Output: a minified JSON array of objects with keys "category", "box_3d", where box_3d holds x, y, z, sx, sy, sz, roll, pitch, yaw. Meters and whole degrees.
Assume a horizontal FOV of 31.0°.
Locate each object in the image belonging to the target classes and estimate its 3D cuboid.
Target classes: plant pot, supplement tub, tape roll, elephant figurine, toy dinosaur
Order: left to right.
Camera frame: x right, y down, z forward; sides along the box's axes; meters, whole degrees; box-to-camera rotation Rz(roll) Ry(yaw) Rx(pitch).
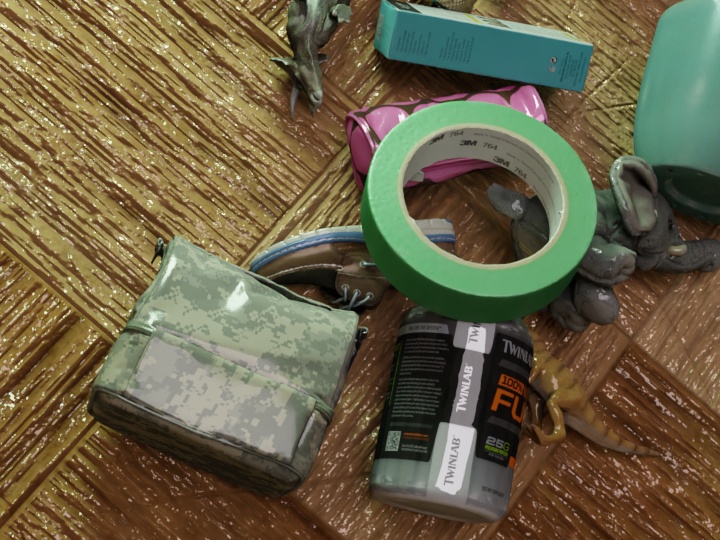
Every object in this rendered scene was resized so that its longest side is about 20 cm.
[{"category":"toy dinosaur","box_3d":[-0.039,-0.254,1.240,0.077,0.102,0.201,24,59,-14]},{"category":"supplement tub","box_3d":[0.083,0.111,1.131,0.122,0.123,0.201,14,75,-10]},{"category":"tape roll","box_3d":[0.101,-0.053,1.118,0.200,0.048,0.201,4,59,-7]},{"category":"toy dinosaur","box_3d":[0.189,0.124,1.194,0.106,0.060,0.200,-40,86,-23]},{"category":"elephant figurine","box_3d":[0.241,-0.041,1.238,0.141,0.156,0.200,23,47,40]},{"category":"plant pot","box_3d":[0.356,-0.141,1.253,0.200,0.201,0.161,26,77,-6]}]

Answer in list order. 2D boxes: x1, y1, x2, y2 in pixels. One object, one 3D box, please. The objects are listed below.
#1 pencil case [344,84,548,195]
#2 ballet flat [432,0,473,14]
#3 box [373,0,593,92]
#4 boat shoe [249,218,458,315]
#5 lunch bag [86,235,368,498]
[{"category":"pencil case","box_3d":[0.088,-0.121,1.228,0.199,0.094,0.091,-13,114,-16]},{"category":"ballet flat","box_3d":[0.057,-0.333,1.266,0.200,0.065,0.071,41,43,-23]},{"category":"box","box_3d":[0.118,-0.220,1.265,0.199,0.082,0.049,8,107,-12]},{"category":"boat shoe","box_3d":[0.000,0.000,1.177,0.199,0.072,0.073,-9,77,-17]},{"category":"lunch bag","box_3d":[-0.107,0.078,1.088,0.199,0.139,0.168,25,69,-7]}]
